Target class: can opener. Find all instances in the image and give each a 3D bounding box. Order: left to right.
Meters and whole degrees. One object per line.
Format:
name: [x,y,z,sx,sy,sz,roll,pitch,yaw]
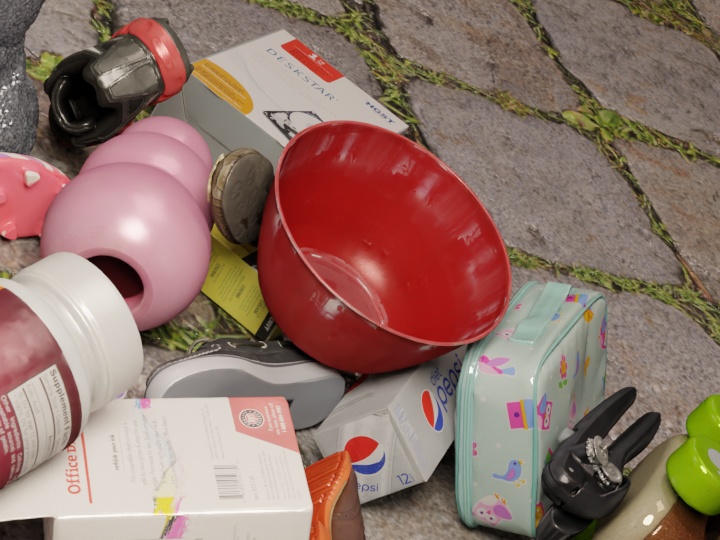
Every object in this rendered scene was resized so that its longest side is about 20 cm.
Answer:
can opener: [0.176,0.132,1.647,0.063,0.079,0.200,51,32,-4]

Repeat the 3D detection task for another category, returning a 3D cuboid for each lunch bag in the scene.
lunch bag: [0.131,0.098,1.692,0.077,0.161,0.200,4,20,20]

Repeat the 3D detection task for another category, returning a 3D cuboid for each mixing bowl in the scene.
mixing bowl: [0.000,0.000,1.634,0.200,0.108,0.200,21,45,-23]

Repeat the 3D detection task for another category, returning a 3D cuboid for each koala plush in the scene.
koala plush: [-0.296,-0.193,1.679,0.184,0.200,0.177,32,25,-2]

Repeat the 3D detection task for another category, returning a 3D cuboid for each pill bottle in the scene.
pill bottle: [-0.232,0.074,1.310,0.114,0.114,0.200,42,51,19]

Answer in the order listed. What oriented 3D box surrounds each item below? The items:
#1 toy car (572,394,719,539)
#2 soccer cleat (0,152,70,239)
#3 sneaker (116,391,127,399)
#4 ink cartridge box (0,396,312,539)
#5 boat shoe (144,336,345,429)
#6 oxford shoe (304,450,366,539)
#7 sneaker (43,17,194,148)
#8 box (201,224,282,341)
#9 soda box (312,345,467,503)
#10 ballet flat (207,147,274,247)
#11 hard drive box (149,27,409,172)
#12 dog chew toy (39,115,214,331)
toy car: [0.269,0.227,1.645,0.200,0.164,0.158,44,27,1]
soccer cleat: [-0.297,-0.070,1.626,0.200,0.067,0.076,6,30,-40]
sneaker: [-0.216,0.074,1.456,0.114,0.073,0.200,40,27,8]
ink cartridge box: [-0.138,0.140,1.388,0.199,0.068,0.117,0,34,-12]
boat shoe: [-0.092,0.075,1.595,0.066,0.070,0.200,42,26,30]
oxford shoe: [-0.027,0.188,1.495,0.073,0.071,0.200,56,19,-16]
sneaker: [-0.210,-0.134,1.730,0.098,0.200,0.071,-33,95,-31]
box: [-0.122,-0.029,1.758,0.200,0.050,0.075,39,27,13]
soda box: [0.035,0.102,1.667,0.064,0.068,0.200,64,25,-10]
ballet flat: [-0.086,-0.053,1.658,0.046,0.068,0.200,24,-1,13]
hard drive box: [-0.072,-0.123,1.950,0.156,0.077,0.200,38,26,9]
dog chew toy: [-0.160,-0.044,1.642,0.124,0.125,0.200,29,35,-8]
